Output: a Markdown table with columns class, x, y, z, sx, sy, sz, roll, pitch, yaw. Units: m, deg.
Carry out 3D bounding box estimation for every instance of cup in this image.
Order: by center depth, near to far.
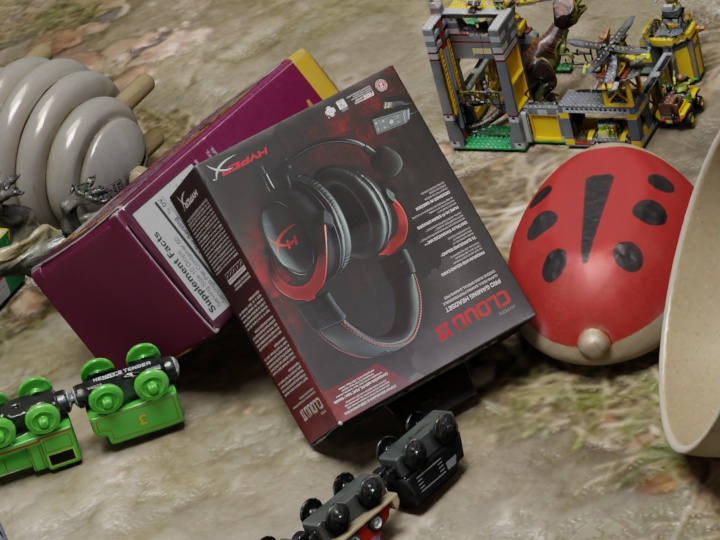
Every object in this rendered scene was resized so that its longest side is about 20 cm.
| class | x | y | z | sx | sy | sz | roll | pitch | yaw |
| --- | --- | --- | --- | --- | --- | --- | --- | --- | --- |
| cup | 0.264 | 0.017 | 1.590 | 0.143 | 0.201 | 0.200 | 11 | 32 | -7 |

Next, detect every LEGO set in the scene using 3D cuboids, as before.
| class | x | y | z | sx | sy | sz | roll | pitch | yaw |
| --- | --- | --- | --- | --- | --- | --- | --- | --- | --- |
| LEGO set | 0.137 | -0.163 | 1.963 | 0.200 | 0.116 | 0.154 | 9 | 40 | 33 |

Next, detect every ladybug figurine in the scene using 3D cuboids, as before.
| class | x | y | z | sx | sy | sz | roll | pitch | yaw |
| --- | --- | --- | --- | --- | --- | --- | --- | --- | --- |
| ladybug figurine | 0.155 | -0.016 | 1.772 | 0.135 | 0.072 | 0.200 | -8 | 33 | 12 |

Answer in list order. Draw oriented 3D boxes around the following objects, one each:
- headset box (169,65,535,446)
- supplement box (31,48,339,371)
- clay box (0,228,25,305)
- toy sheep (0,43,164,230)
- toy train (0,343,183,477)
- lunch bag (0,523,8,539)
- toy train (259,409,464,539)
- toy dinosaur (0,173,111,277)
| class | x | y | z | sx | sy | sz | roll | pitch | yaw |
| --- | --- | --- | --- | --- | --- | --- | --- | --- | --- |
| headset box | 0.000 | 0.000 | 1.726 | 0.148 | 0.200 | 0.075 | -27 | -5 | -20 |
| supplement box | -0.094 | -0.035 | 1.835 | 0.200 | 0.103 | 0.131 | -44 | 9 | -36 |
| clay box | -0.347 | 0.012 | 1.971 | 0.200 | 0.048 | 0.115 | 5 | 38 | 30 |
| toy sheep | -0.213 | -0.088 | 1.996 | 0.200 | 0.138 | 0.138 | 14 | 42 | 30 |
| toy train | -0.205 | 0.099 | 1.767 | 0.200 | 0.056 | 0.042 | -18 | 37 | -4 |
| lunch bag | -0.222 | 0.225 | 1.477 | 0.124 | 0.170 | 0.200 | -16 | 30 | 9 |
| toy train | -0.009 | 0.147 | 1.620 | 0.034 | 0.046 | 0.200 | 3 | 32 | 47 |
| toy dinosaur | -0.215 | -0.025 | 1.895 | 0.200 | 0.088 | 0.047 | -8 | 45 | -28 |
